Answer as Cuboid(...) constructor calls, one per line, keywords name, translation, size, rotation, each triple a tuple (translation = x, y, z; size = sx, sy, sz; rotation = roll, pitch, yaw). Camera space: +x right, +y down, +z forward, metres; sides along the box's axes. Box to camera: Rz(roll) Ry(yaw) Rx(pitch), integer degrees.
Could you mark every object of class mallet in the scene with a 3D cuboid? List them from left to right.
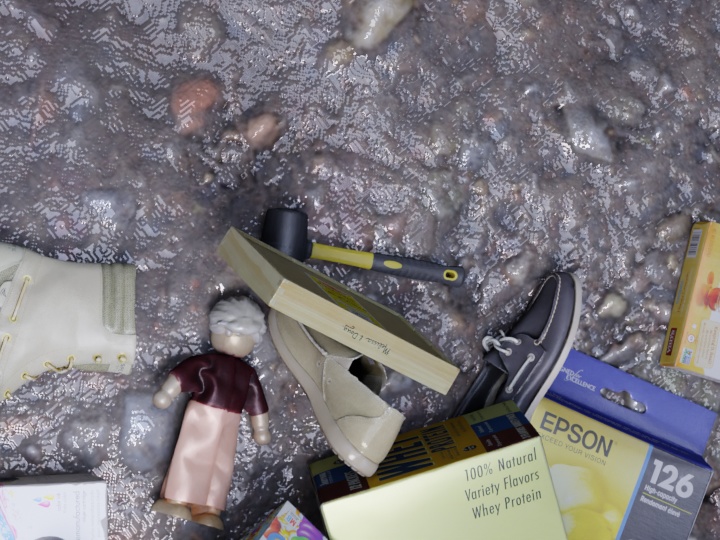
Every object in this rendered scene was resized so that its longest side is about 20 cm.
Cuboid(name="mallet", translation=(0.000, 0.000, 1.776), size=(0.198, 0.041, 0.066), rotation=(18, 84, -21))

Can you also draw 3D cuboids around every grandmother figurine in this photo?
Cuboid(name="grandmother figurine", translation=(-0.129, 0.118, 1.723), size=(0.121, 0.060, 0.202), rotation=(24, 78, -44))

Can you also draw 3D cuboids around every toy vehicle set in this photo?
Cuboid(name="toy vehicle set", translation=(-0.019, 0.034, 1.690), size=(0.199, 0.124, 0.027), rotation=(28, 98, -31))

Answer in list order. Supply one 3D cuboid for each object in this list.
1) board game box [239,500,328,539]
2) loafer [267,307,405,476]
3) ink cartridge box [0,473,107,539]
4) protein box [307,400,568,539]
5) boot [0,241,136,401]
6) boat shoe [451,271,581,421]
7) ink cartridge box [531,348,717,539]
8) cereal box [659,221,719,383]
Cuboid(name="board game box", translation=(-0.101, 0.299, 1.636), size=(0.105, 0.200, 0.103), rotation=(44, 39, -4))
Cuboid(name="loafer", translation=(-0.016, 0.089, 1.698), size=(0.068, 0.201, 0.076), rotation=(-37, 141, 7))
Cuboid(name="ink cartridge box", translation=(-0.314, 0.235, 1.652), size=(0.198, 0.067, 0.118), rotation=(-2, 91, -18))
Cuboid(name="protein box", translation=(0.077, 0.248, 1.713), size=(0.197, 0.135, 0.202), rotation=(-17, 101, -3))
Cuboid(name="boot", translation=(-0.269, 0.082, 1.670), size=(0.153, 0.072, 0.202), rotation=(9, 86, -20))
Cuboid(name="boat shoe", translation=(0.139, 0.085, 1.799), size=(0.062, 0.073, 0.201), rotation=(27, 86, -19))
Cuboid(name="ink cartridge box", translation=(0.227, 0.192, 1.840), size=(0.196, 0.047, 0.202), rotation=(23, 85, -14))
Cuboid(name="cereal box", translation=(0.396, 0.048, 1.898), size=(0.198, 0.039, 0.145), rotation=(16, 85, -17))
